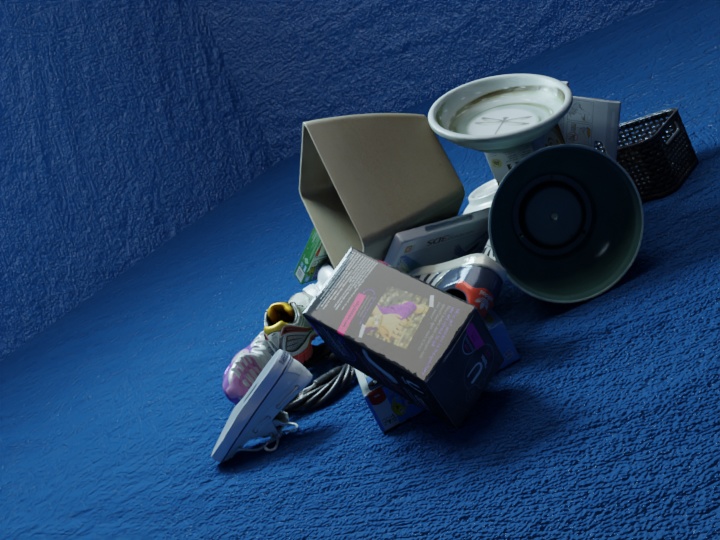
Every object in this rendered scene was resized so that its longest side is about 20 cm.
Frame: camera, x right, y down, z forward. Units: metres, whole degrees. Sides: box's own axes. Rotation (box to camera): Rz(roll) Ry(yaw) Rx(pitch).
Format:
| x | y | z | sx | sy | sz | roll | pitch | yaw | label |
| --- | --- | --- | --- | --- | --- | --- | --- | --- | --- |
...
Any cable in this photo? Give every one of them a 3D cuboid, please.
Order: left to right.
| x | y | z | sx | sy | sz | roll | pitch | yaw | label |
| --- | --- | --- | --- | --- | --- | --- | --- | --- | --- |
| -0.070 | 0.146 | 1.499 | 0.161 | 0.051 | 0.200 | -25 | 14 | 14 | cable |

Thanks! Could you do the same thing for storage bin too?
| x | y | z | sx | sy | sz | roll | pitch | yaw | label |
| --- | --- | --- | --- | --- | --- | --- | --- | --- | --- |
| 0.415 | -0.169 | 1.594 | 0.198 | 0.095 | 0.135 | -13 | 20 | 44 | storage bin |

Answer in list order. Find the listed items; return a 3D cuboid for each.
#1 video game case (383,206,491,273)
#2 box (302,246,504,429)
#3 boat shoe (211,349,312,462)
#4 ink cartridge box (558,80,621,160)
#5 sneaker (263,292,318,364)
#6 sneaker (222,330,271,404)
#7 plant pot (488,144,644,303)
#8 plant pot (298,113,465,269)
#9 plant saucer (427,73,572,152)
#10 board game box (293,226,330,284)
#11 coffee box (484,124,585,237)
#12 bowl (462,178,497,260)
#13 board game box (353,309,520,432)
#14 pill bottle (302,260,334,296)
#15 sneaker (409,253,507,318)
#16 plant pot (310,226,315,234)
| x | y | z | sx | sy | sz | roll | pitch | yaw | label |
| --- | --- | --- | --- | --- | --- | --- | --- | --- | --- |
| 0.092 | 0.006 | 1.396 | 0.181 | 0.022 | 0.201 | -17 | -35 | -34 | video game case |
| 0.050 | 0.075 | 1.167 | 0.199 | 0.123 | 0.106 | 27 | 72 | 37 | box |
| -0.126 | 0.202 | 1.371 | 0.203 | 0.086 | 0.075 | -54 | 9 | 22 | boat shoe |
| 0.305 | -0.188 | 1.527 | 0.174 | 0.202 | 0.045 | 10 | 40 | 19 | ink cartridge box |
| -0.102 | 0.075 | 1.542 | 0.077 | 0.083 | 0.200 | -20 | 18 | 11 | sneaker |
| -0.182 | 0.169 | 1.594 | 0.088 | 0.081 | 0.200 | -31 | 8 | 17 | sneaker |
| 0.264 | -0.067 | 1.340 | 0.198 | 0.202 | 0.134 | -26 | 6 | 6 | plant pot |
| 0.033 | -0.104 | 1.409 | 0.175 | 0.202 | 0.201 | -21 | -21 | -15 | plant pot |
| 0.193 | -0.207 | 1.377 | 0.197 | 0.051 | 0.201 | -10 | 31 | 6 | plant saucer |
| -0.024 | -0.064 | 1.675 | 0.133 | 0.029 | 0.201 | -16 | -30 | -34 | board game box |
| 0.267 | -0.118 | 1.470 | 0.079 | 0.202 | 0.114 | -13 | 19 | 37 | coffee box |
| 0.239 | -0.100 | 1.683 | 0.199 | 0.095 | 0.201 | -26 | 14 | 7 | bowl |
| 0.089 | 0.109 | 1.315 | 0.194 | 0.056 | 0.200 | -28 | 14 | 1 | board game box |
| 0.006 | 0.015 | 1.683 | 0.198 | 0.113 | 0.112 | -31 | 14 | -10 | pill bottle |
| 0.102 | 0.042 | 1.277 | 0.199 | 0.074 | 0.085 | -28 | 35 | 58 | sneaker |
| 0.026 | -0.083 | 1.855 | 0.175 | 0.201 | 0.200 | -33 | 10 | 26 | plant pot |
